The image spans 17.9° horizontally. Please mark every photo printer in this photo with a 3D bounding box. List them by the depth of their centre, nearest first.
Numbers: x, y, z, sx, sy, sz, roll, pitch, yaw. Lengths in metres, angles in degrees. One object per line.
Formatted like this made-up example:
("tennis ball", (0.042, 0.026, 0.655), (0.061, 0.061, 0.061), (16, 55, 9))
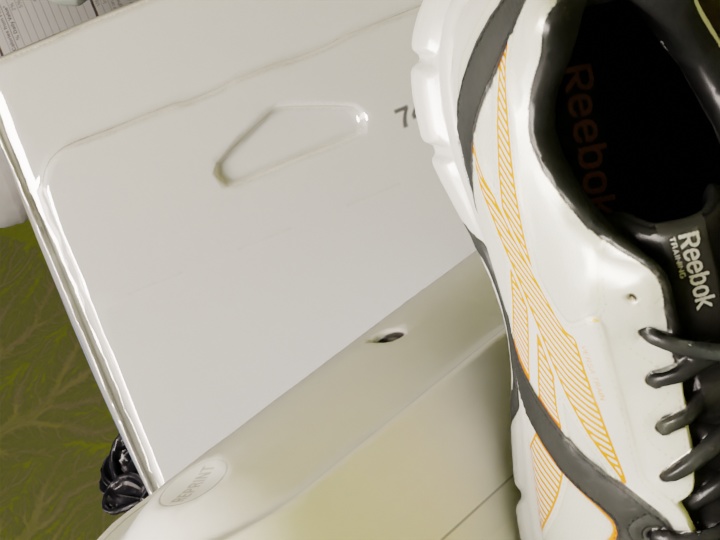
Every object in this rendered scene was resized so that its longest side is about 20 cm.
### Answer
("photo printer", (0.024, 0.097, 0.546), (0.069, 0.200, 0.167), (-11, 107, 40))

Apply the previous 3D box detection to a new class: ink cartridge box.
("ink cartridge box", (-0.028, -0.019, 0.723), (0.200, 0.146, 0.147), (-168, 56, -82))

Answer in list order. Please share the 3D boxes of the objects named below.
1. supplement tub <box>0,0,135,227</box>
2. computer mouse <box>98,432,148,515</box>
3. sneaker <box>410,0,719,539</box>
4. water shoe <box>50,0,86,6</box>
("supplement tub", (-0.136, -0.106, 1.028), (0.145, 0.199, 0.145), (157, 90, -83))
("computer mouse", (-0.047, 0.037, 1.056), (0.053, 0.201, 0.138), (26, 178, -21))
("sneaker", (0.064, 0.022, 0.482), (0.080, 0.073, 0.201), (-171, 58, -79))
("water shoe", (-0.150, -0.170, 0.754), (0.072, 0.079, 0.201), (123, 123, -80))
